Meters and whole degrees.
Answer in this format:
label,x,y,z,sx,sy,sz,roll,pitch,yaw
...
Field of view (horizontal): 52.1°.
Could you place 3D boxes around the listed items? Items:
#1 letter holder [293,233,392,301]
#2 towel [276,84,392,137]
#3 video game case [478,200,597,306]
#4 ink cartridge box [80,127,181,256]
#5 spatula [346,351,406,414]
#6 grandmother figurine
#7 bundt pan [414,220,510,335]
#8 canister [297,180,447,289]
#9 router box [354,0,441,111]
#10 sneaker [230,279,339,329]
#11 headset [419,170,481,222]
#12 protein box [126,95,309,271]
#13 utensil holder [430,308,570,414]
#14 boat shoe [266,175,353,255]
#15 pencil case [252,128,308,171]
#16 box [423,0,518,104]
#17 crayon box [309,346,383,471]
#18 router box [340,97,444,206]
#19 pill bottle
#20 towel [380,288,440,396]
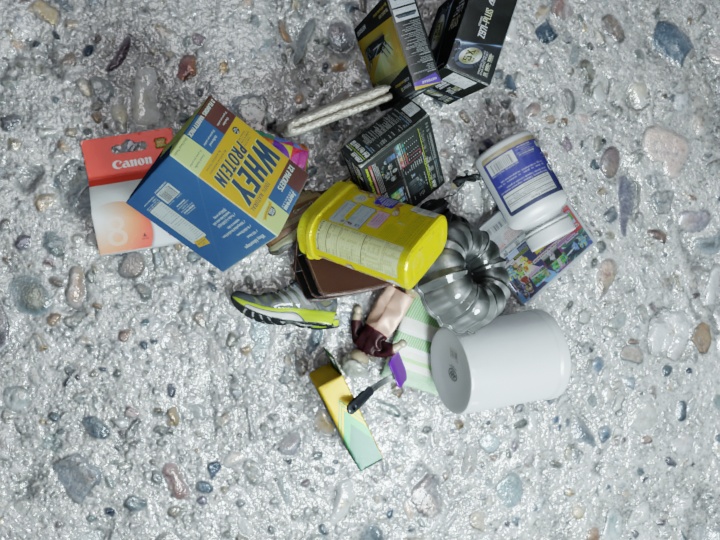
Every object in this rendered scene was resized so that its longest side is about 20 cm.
label,x,y,z,sx,sy,sz,roll,pitch,yaw
letter holder,0.000,0.000,1.284,0.199,0.101,0.143,-13,56,-18
towel,-0.047,-0.278,1.287,0.199,0.132,0.035,-23,102,-11
video game case,0.339,-0.062,1.439,0.200,0.023,0.183,-39,100,-8
ink cartridge box,-0.382,-0.136,1.265,0.161,0.050,0.201,-11,98,-12
spatula,0.032,0.204,1.304,0.200,0.020,0.057,-30,100,-50
grandmother figurine,0.032,0.113,1.360,0.121,0.061,0.201,34,90,31
bundt pan,0.181,0.005,1.252,0.201,0.076,0.203,18,60,-35
canister,0.021,-0.058,1.179,0.149,0.199,0.087,-47,145,-37
router box,0.060,-0.373,1.270,0.052,0.200,0.158,-21,96,-13
sneaker,-0.133,0.056,1.327,0.199,0.074,0.081,10,72,-12
headset,0.162,-0.090,1.349,0.123,0.094,0.201,38,60,-35
protein box,-0.231,-0.131,1.190,0.200,0.198,0.135,37,55,-20
utensil holder,0.249,0.168,1.341,0.199,0.170,0.171,-8,95,-21
boat shoe,-0.096,-0.110,1.316,0.200,0.076,0.074,-38,96,-9
pencil case,-0.190,-0.205,1.288,0.199,0.088,0.089,18,89,-10
box,0.178,-0.397,1.293,0.086,0.200,0.165,19,89,-13
crayon box,-0.035,0.245,1.321,0.051,0.126,0.201,-26,98,-9
router box,0.061,-0.181,1.290,0.150,0.200,0.062,-39,58,-9
pill bottle,0.307,-0.143,1.355,0.119,0.120,0.201,-27,84,-9
towel,0.139,0.131,1.407,0.152,0.023,0.201,20,90,-12
